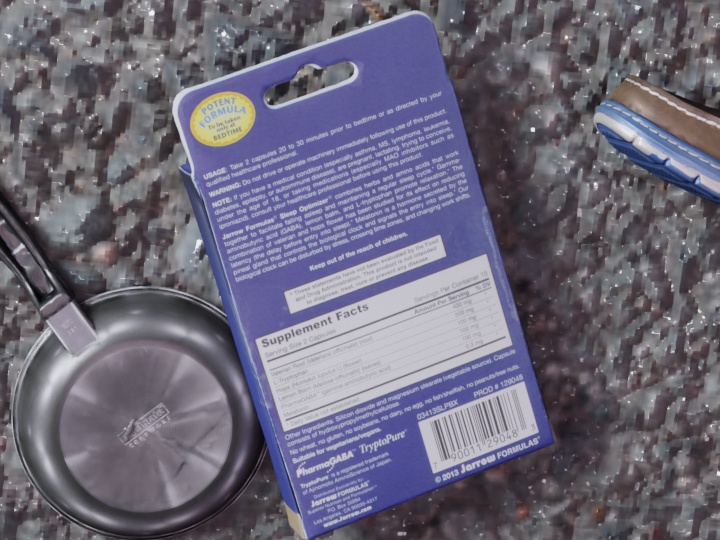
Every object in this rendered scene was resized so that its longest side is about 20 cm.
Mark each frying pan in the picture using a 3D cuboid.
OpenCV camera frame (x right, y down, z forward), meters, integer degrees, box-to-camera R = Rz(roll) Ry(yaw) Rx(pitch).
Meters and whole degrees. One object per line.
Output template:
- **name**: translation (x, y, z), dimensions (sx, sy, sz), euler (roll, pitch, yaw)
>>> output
- **frying pan**: translation (-0.102, 0.029, 1.078), dimensions (0.114, 0.031, 0.191), euler (-14, 107, -4)

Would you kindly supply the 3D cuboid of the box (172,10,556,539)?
- **box**: translation (0.000, 0.000, 1.070), dimensions (0.120, 0.032, 0.201), euler (-19, 106, -12)

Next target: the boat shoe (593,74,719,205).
- **boat shoe**: translation (0.194, -0.051, 1.075), dimensions (0.199, 0.072, 0.073), euler (21, 95, -21)
